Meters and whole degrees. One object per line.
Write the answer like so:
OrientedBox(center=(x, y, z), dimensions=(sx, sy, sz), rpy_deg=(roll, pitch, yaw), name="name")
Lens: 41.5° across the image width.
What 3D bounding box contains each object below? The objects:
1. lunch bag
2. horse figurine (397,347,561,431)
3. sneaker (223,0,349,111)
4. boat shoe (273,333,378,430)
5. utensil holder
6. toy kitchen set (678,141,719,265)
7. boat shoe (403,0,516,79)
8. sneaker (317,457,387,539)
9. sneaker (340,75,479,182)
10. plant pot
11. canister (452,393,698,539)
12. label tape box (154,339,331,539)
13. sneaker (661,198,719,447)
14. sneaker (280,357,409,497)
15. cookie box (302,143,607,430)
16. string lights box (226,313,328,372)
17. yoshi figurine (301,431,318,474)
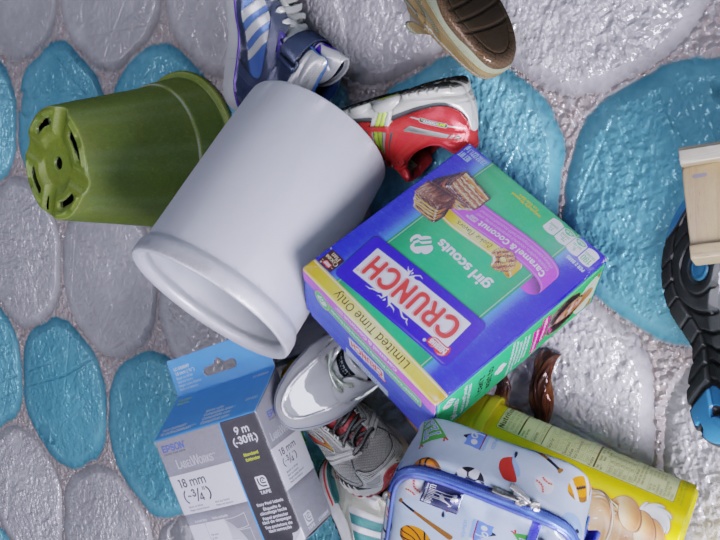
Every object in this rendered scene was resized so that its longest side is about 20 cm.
OrientedBox(center=(0.097, 0.212, 0.743), dimensions=(0.158, 0.076, 0.202), rpy_deg=(19, 134, 15), name="lunch bag")
OrientedBox(center=(0.106, 0.138, 0.902), dimensions=(0.198, 0.050, 0.135), rpy_deg=(-20, 95, 36), name="horse figurine")
OrientedBox(center=(-0.065, -0.249, 0.977), dimensions=(0.144, 0.080, 0.204), rpy_deg=(14, 103, 30), name="sneaker")
OrientedBox(center=(-0.007, 0.081, 0.887), dimensions=(0.199, 0.067, 0.074), rpy_deg=(-39, 82, 10), name="boat shoe")
OrientedBox(center=(-0.088, -0.049, 0.889), dimensions=(0.168, 0.170, 0.202), rpy_deg=(18, 67, 37), name="utensil holder")
OrientedBox(center=(0.296, -0.106, 0.594), dimensions=(0.197, 0.180, 0.167), rpy_deg=(-7, 80, 24), name="toy kitchen set")
OrientedBox(center=(0.071, -0.244, 0.869), dimensions=(0.202, 0.071, 0.076), rpy_deg=(63, 144, 23), name="boat shoe")
OrientedBox(center=(0.030, 0.267, 0.980), dimensions=(0.093, 0.070, 0.202), rpy_deg=(-45, 66, 42), name="sneaker")
OrientedBox(center=(0.028, -0.125, 0.916), dimensions=(0.198, 0.076, 0.086), rpy_deg=(-6, 103, 44), name="sneaker")
OrientedBox(center=(-0.275, -0.127, 1.098), dimensions=(0.198, 0.188, 0.204), rpy_deg=(9, 104, 39), name="plant pot")
OrientedBox(center=(0.167, 0.202, 0.803), dimensions=(0.197, 0.087, 0.151), rpy_deg=(20, 130, 22), name="canister")
OrientedBox(center=(-0.132, 0.179, 0.965), dimensions=(0.142, 0.063, 0.203), rpy_deg=(-20, 93, 31), name="label tape box")
OrientedBox(center=(0.286, 0.033, 0.727), dimensions=(0.073, 0.080, 0.204), rpy_deg=(143, 127, -66), name="sneaker")
OrientedBox(center=(-0.024, 0.155, 0.957), dimensions=(0.078, 0.082, 0.199), rpy_deg=(-45, 38, -11), name="sneaker")
OrientedBox(center=(0.077, 0.013, 0.809), dimensions=(0.171, 0.199, 0.076), rpy_deg=(43, 159, 26), name="cookie box")
OrientedBox(center=(-0.111, 0.002, 1.029), dimensions=(0.059, 0.101, 0.203), rpy_deg=(-37, 72, 61), name="string lights box")
OrientedBox(center=(-0.091, 0.255, 1.063), dimensions=(0.111, 0.111, 0.204), rpy_deg=(-2, 99, 34), name="yoshi figurine")
